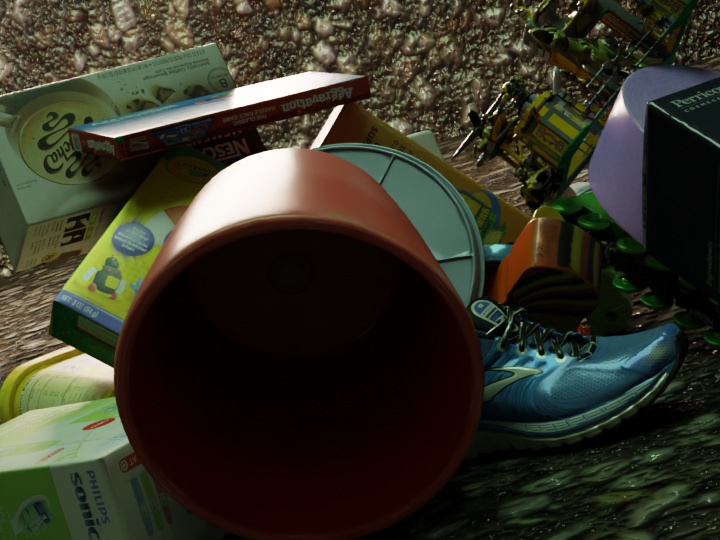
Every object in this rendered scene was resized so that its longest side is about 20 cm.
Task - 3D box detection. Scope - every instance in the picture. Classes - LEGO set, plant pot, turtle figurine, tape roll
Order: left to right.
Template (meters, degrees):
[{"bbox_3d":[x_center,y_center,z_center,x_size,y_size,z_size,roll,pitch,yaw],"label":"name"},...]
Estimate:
[{"bbox_3d":[-0.036,0.028,1.158,0.200,0.201,0.177,-17,24,3],"label":"plant pot"},{"bbox_3d":[0.141,-0.152,1.445,0.200,0.116,0.154,-51,-11,-6],"label":"LEGO set"},{"bbox_3d":[0.201,-0.058,1.500,0.144,0.200,0.194,13,32,-4],"label":"turtle figurine"},{"bbox_3d":[0.255,-0.059,1.356,0.200,0.066,0.200,17,29,-9],"label":"tape roll"}]

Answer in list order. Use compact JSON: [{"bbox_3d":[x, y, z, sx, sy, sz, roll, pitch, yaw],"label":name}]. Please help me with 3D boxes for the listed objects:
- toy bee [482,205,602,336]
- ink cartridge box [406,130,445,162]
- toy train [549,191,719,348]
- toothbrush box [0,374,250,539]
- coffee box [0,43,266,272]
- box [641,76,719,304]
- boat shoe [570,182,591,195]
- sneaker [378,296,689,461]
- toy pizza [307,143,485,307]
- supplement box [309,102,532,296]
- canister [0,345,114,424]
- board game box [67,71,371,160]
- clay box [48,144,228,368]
[{"bbox_3d":[0.116,0.023,1.340,0.108,0.131,0.200,15,-6,-19],"label":"toy bee"},{"bbox_3d":[-0.005,-0.004,1.585,0.200,0.163,0.050,-20,-4,-24],"label":"ink cartridge box"},{"bbox_3d":[0.199,-0.003,1.366,0.056,0.042,0.200,-14,31,-32],"label":"toy train"},{"bbox_3d":[-0.171,0.136,1.254,0.200,0.086,0.146,-9,11,38],"label":"toothbrush box"},{"bbox_3d":[-0.184,-0.087,1.555,0.200,0.113,0.080,-16,-21,-24],"label":"coffee box"},{"bbox_3d":[0.273,-0.034,1.148,0.148,0.105,0.200,-21,36,-24],"label":"box"},{"bbox_3d":[0.182,-0.021,1.730,0.062,0.072,0.200,15,26,25],"label":"boat shoe"},{"bbox_3d":[0.095,0.058,1.208,0.200,0.089,0.079,-14,9,22],"label":"sneaker"},{"bbox_3d":[-0.016,0.010,1.325,0.200,0.201,0.032,-16,-28,8],"label":"toy pizza"},{"bbox_3d":[0.053,-0.047,1.548,0.067,0.200,0.069,-60,9,-10],"label":"supplement box"},{"bbox_3d":[-0.164,0.098,1.508,0.148,0.087,0.200,-19,9,-28],"label":"canister"},{"bbox_3d":[-0.103,-0.114,1.493,0.200,0.020,0.103,-16,15,-24],"label":"board game box"},{"bbox_3d":[-0.119,-0.010,1.443,0.200,0.115,0.048,-59,-8,-36],"label":"clay box"}]
